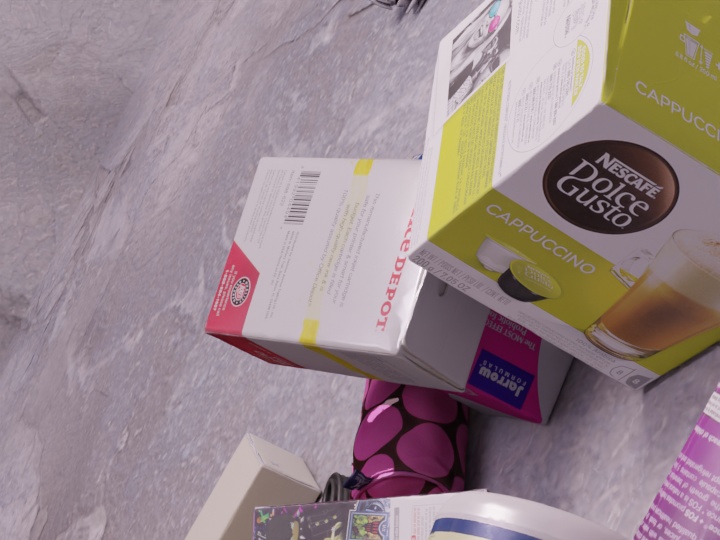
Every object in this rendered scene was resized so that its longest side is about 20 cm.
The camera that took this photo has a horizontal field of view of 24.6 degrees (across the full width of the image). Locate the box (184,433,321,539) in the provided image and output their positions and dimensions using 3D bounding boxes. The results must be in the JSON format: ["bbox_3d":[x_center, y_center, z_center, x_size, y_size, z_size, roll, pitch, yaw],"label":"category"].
[{"bbox_3d":[-0.120,0.259,1.524,0.200,0.068,0.082,-59,21,8],"label":"box"}]

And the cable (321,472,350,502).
[{"bbox_3d":[-0.007,0.237,1.359,0.200,0.050,0.098,-109,32,-78],"label":"cable"}]

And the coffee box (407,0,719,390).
[{"bbox_3d":[0.174,-0.083,1.067,0.198,0.199,0.201,-39,31,45],"label":"coffee box"}]

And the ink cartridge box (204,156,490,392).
[{"bbox_3d":[0.000,0.000,1.193,0.200,0.083,0.146,5,71,43],"label":"ink cartridge box"}]

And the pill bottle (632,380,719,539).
[{"bbox_3d":[0.202,0.144,0.852,0.200,0.112,0.112,-61,21,2],"label":"pill bottle"}]

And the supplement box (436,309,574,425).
[{"bbox_3d":[0.115,0.003,1.241,0.103,0.101,0.201,5,70,66],"label":"supplement box"}]

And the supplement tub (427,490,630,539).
[{"bbox_3d":[0.084,0.244,0.958,0.145,0.145,0.201,-15,51,63],"label":"supplement tub"}]

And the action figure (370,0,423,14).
[{"bbox_3d":[0.047,-0.364,1.894,0.130,0.069,0.200,-55,25,6],"label":"action figure"}]

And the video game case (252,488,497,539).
[{"bbox_3d":[0.008,0.251,1.092,0.181,0.036,0.201,-9,69,27],"label":"video game case"}]

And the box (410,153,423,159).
[{"bbox_3d":[0.050,-0.031,1.356,0.064,0.070,0.200,-7,24,25],"label":"box"}]

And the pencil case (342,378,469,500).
[{"bbox_3d":[0.037,0.111,1.307,0.094,0.091,0.200,-30,33,33],"label":"pencil case"}]
